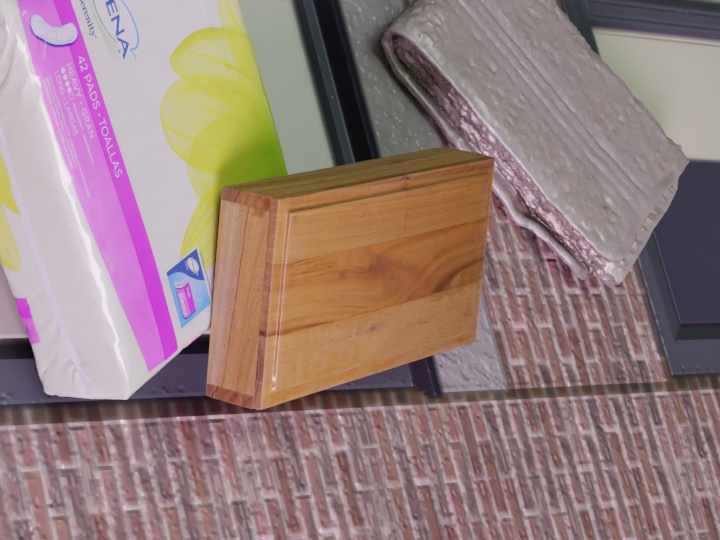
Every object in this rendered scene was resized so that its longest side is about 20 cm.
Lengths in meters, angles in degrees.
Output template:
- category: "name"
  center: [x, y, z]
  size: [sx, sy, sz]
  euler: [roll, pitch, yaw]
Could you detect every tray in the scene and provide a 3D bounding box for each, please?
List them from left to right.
- category: "tray"
  center: [0.000, 0.000, 1.135]
  size: [0.200, 0.037, 0.099]
  euler: [-15, 114, -57]

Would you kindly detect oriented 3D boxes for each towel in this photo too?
- category: "towel"
  center: [0.104, -0.094, 1.344]
  size: [0.200, 0.034, 0.133]
  euler: [49, 43, -10]

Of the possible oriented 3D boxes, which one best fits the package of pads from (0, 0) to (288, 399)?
- category: "package of pads"
  center: [-0.107, -0.065, 1.059]
  size: [0.154, 0.068, 0.201]
  euler: [-41, 123, -46]
